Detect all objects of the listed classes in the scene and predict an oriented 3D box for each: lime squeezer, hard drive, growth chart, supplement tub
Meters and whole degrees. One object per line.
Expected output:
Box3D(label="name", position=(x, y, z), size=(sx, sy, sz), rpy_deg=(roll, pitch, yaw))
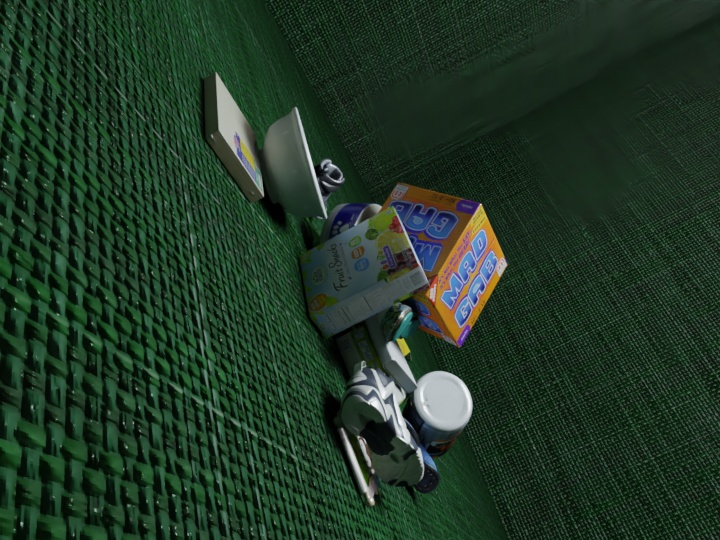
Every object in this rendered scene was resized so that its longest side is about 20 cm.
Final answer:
Box3D(label="lime squeezer", position=(-0.079, -0.029, 1.257), size=(0.203, 0.037, 0.070), rpy_deg=(64, -24, -3))
Box3D(label="hard drive", position=(0.040, 0.116, 1.107), size=(0.132, 0.026, 0.202), rpy_deg=(53, 11, -50))
Box3D(label="growth chart", position=(0.002, 0.262, 0.904), size=(0.200, 0.017, 0.147), rpy_deg=(-19, 85, -82))
Box3D(label="supplement tub", position=(0.143, 0.297, 1.190), size=(0.201, 0.120, 0.124), rpy_deg=(101, -27, -55))

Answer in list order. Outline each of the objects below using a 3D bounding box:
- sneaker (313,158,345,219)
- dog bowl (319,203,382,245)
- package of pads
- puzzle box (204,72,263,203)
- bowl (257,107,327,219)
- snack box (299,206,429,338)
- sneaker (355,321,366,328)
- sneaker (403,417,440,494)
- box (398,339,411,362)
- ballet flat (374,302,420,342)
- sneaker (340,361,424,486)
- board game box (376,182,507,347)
Box3D(label="sneaker", position=(-0.082, -0.179, 1.316), size=(0.076, 0.113, 0.200), rpy_deg=(50, 8, 5))
Box3D(label="dog bowl", position=(-0.001, -0.038, 1.248), size=(0.199, 0.077, 0.205), rpy_deg=(-5, 95, -59))
Box3D(label="package of pads", position=(0.027, 0.190, 1.124), size=(0.157, 0.067, 0.200), rpy_deg=(65, 8, 12))
Box3D(label="puzzle box", position=(-0.204, -0.216, 0.955), size=(0.202, 0.025, 0.134), rpy_deg=(-106, 170, -48))
Box3D(label="bowl", position=(-0.127, -0.178, 1.059), size=(0.201, 0.089, 0.205), rpy_deg=(165, -90, -89))
Box3D(label="snack box", position=(0.000, 0.000, 1.025), size=(0.068, 0.197, 0.170), rpy_deg=(56, 9, -38))
Box3D(label="sneaker", position=(0.040, 0.174, 1.295), size=(0.090, 0.074, 0.204), rpy_deg=(-142, -147, -88))
Box3D(label="sneaker", position=(0.082, 0.331, 1.112), size=(0.202, 0.065, 0.078), rpy_deg=(60, -7, -31))
Box3D(label="box", position=(0.043, 0.127, 1.376), size=(0.202, 0.048, 0.117), rpy_deg=(60, -16, -22))
Box3D(label="ballet flat", position=(0.057, 0.085, 1.040), size=(0.200, 0.073, 0.075), rpy_deg=(43, 22, -75))
Box3D(label="sneaker", position=(0.036, 0.220, 0.897), size=(0.200, 0.079, 0.131), rpy_deg=(51, 23, -25))
Box3D(label="board game box", position=(0.133, -0.013, 1.158), size=(0.198, 0.202, 0.200), rpy_deg=(21, -20, 39))
